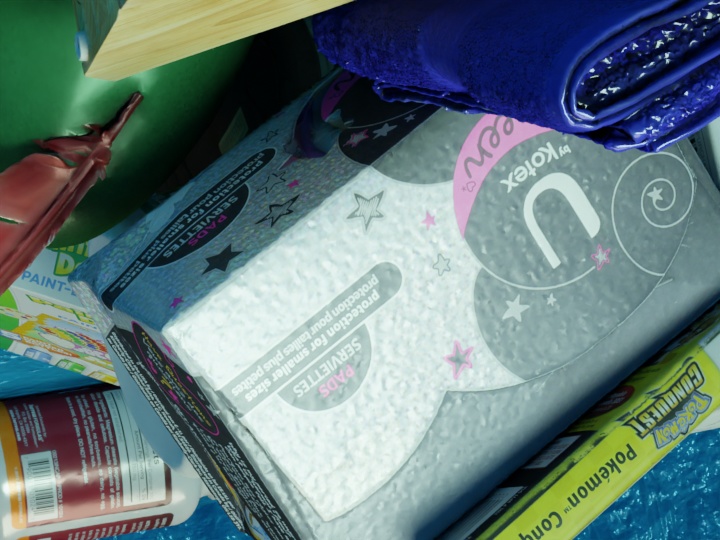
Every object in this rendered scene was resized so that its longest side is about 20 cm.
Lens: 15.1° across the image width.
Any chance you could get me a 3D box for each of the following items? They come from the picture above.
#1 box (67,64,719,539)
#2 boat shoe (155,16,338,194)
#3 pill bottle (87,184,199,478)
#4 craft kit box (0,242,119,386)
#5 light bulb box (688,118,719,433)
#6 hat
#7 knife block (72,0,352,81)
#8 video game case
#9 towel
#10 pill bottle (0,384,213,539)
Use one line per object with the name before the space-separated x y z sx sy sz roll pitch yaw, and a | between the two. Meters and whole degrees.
box | 0.019 -0.001 0.978 0.200 0.133 0.115 -39 -158 -14
boat shoe | -0.031 -0.059 1.183 0.074 0.075 0.202 -13 172 -24
pill bottle | 0.000 0.000 1.096 0.199 0.113 0.113 -20 173 -18
craft kit box | -0.133 0.017 1.334 0.199 0.049 0.198 17 165 -1
light bulb box | 0.209 -0.049 1.132 0.199 0.200 0.125 -9 172 -19
hat | -0.096 -0.020 1.008 0.198 0.177 0.166 -10 170 -3
knife block | 0.003 -0.125 0.859 0.174 0.064 0.200 -7 170 -17
video game case | 0.068 0.065 1.028 0.180 0.026 0.200 -40 -173 -19
towel | 0.081 -0.092 0.862 0.147 0.050 0.200 -33 -158 -15
pill bottle | -0.189 0.143 2.033 0.199 0.114 0.113 -8 170 -17
